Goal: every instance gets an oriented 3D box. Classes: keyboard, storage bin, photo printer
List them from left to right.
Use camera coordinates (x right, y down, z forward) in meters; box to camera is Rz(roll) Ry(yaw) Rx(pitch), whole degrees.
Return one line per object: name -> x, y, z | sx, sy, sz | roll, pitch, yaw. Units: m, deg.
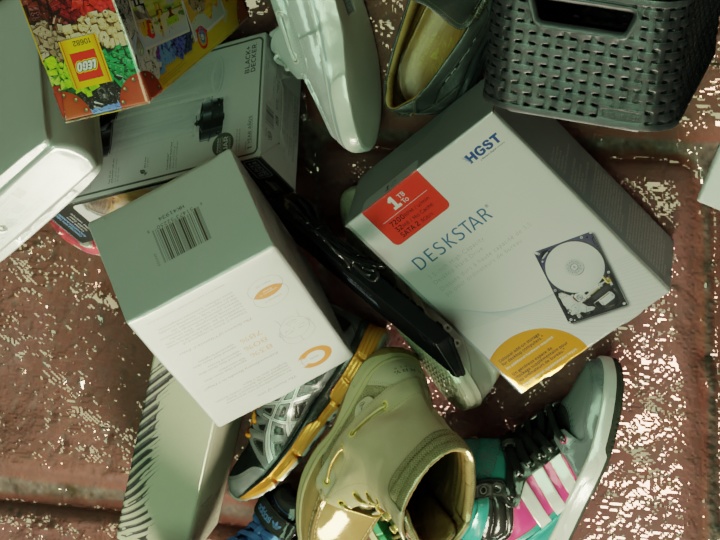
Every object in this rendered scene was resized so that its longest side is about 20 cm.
photo printer -> -0.277, -0.122, 1.703 | 0.069, 0.201, 0.166 | 26, 130, -38
keyboard -> 0.000, 0.000, 1.668 | 0.021, 0.127, 0.200 | -47, 60, -7
storage bin -> 0.172, -0.178, 1.501 | 0.134, 0.200, 0.094 | 11, 117, 15

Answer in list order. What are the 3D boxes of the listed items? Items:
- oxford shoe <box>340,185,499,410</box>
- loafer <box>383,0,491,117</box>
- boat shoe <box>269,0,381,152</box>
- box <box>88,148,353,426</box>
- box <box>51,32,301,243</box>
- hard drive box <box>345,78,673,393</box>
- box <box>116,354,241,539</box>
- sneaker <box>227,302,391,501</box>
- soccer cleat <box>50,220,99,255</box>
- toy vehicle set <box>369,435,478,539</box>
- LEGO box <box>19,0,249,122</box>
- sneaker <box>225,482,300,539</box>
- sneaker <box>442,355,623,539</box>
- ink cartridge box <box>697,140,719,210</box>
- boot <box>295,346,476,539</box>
oxford shoe -> 0.050, 0.016, 1.721 | 0.058, 0.075, 0.201 | -34, 92, -16
loafer -> 0.070, -0.200, 1.595 | 0.073, 0.072, 0.201 | 28, 119, 24
boat shoe -> -0.038, -0.184, 1.649 | 0.068, 0.072, 0.201 | -8, 111, 26
box -> -0.103, 0.017, 1.652 | 0.124, 0.200, 0.098 | -27, 58, 3
box -> -0.148, -0.103, 1.696 | 0.199, 0.117, 0.060 | -13, 149, 23
hard drive box -> 0.114, -0.028, 1.640 | 0.200, 0.077, 0.156 | 43, 120, -16
box -> -0.146, 0.141, 1.830 | 0.068, 0.082, 0.201 | 20, 117, 12
sneaker -> -0.056, 0.106, 1.789 | 0.077, 0.078, 0.200 | 37, 110, 1
soccer cleat -> -0.167, -0.041, 1.768 | 0.199, 0.076, 0.067 | 4, 87, 33
toy vehicle set -> 0.089, 0.246, 1.824 | 0.124, 0.027, 0.201 | -24, 104, 27
LEGO box -> -0.172, -0.217, 1.607 | 0.077, 0.200, 0.150 | -10, 110, 24
sneaker -> -0.095, 0.229, 1.809 | 0.199, 0.077, 0.112 | 3, 116, -31
sneaker -> 0.123, 0.145, 1.718 | 0.120, 0.084, 0.201 | 16, 112, -13
ink cartridge box -> 0.342, -0.128, 1.495 | 0.145, 0.147, 0.201 | 23, 120, 7
boot -> 0.020, 0.182, 1.701 | 0.072, 0.156, 0.201 | 12, 114, -29
